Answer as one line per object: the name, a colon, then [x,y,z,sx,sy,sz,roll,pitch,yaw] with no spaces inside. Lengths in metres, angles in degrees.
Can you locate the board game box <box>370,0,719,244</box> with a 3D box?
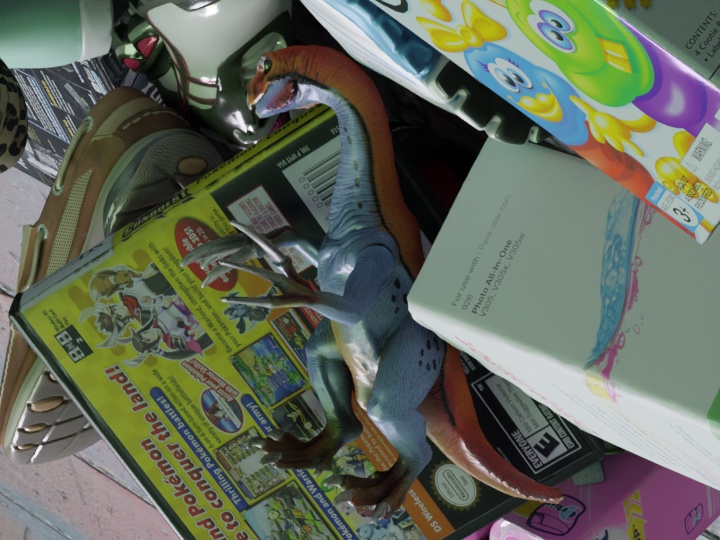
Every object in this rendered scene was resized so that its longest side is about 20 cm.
board game box: [0.065,-0.119,0.777,0.200,0.105,0.103,37,162,6]

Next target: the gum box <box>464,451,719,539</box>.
gum box: [0.064,0.089,1.227,0.200,0.113,0.066,24,139,37]

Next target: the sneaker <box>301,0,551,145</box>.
sneaker: [-0.006,-0.122,0.961,0.200,0.075,0.087,46,166,-20]

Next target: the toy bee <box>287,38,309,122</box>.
toy bee: [-0.047,-0.016,1.222,0.131,0.109,0.200,22,156,44]

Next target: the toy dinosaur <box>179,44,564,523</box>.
toy dinosaur: [0.000,0.000,1.031,0.199,0.182,0.105,2,-162,-36]

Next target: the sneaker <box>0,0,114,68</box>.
sneaker: [-0.196,-0.140,1.136,0.200,0.118,0.074,-137,41,-59]

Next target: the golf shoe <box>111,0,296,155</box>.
golf shoe: [-0.049,-0.102,1.064,0.088,0.077,0.200,53,169,-2]

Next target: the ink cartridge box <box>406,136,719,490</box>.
ink cartridge box: [0.139,0.032,0.967,0.200,0.088,0.145,19,170,42]

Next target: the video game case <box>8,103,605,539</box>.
video game case: [-0.022,0.046,1.085,0.200,0.180,0.026,54,-166,-18]

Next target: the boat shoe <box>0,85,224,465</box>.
boat shoe: [-0.121,0.003,1.144,0.076,0.200,0.072,-1,-139,-41]

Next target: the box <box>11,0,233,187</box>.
box: [-0.150,-0.098,1.313,0.157,0.050,0.200,28,158,31]

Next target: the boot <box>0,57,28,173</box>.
boot: [-0.221,-0.113,0.974,0.200,0.073,0.151,31,172,22]

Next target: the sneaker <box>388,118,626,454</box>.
sneaker: [0.066,0.012,1.126,0.200,0.077,0.084,42,165,-13]
